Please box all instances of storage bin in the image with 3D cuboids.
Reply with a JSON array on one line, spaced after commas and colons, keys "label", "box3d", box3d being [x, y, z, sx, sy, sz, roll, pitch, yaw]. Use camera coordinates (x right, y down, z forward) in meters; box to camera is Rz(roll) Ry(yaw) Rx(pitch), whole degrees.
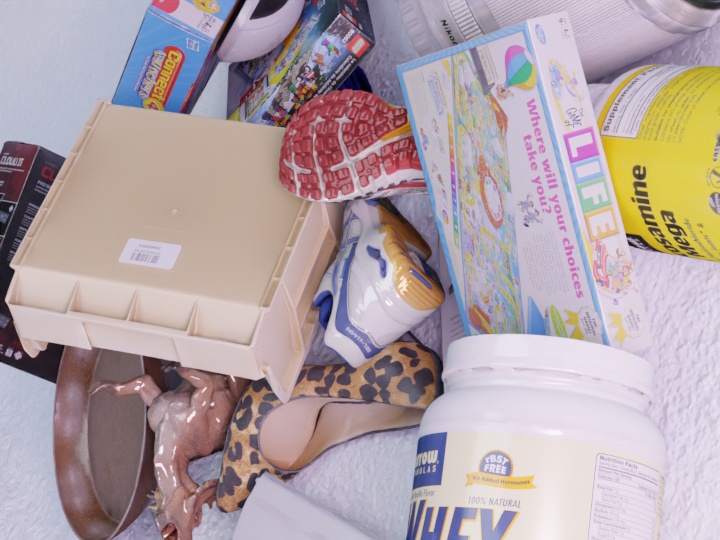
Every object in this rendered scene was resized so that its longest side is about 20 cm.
[{"label": "storage bin", "box3d": [-0.124, -0.014, 1.353, 0.198, 0.094, 0.200, 9, 52, 16]}]

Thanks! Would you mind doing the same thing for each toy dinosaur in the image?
[{"label": "toy dinosaur", "box3d": [-0.109, 0.110, 1.421, 0.200, 0.136, 0.086, -40, 22, -24]}]

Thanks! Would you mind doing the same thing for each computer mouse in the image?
[{"label": "computer mouse", "box3d": [-0.057, -0.231, 1.493, 0.110, 0.044, 0.201, -48, 15, 55]}]

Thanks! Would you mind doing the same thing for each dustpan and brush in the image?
[{"label": "dustpan and brush", "box3d": [-0.058, 0.259, 1.307, 0.139, 0.057, 0.201, 23, 83, 42]}]

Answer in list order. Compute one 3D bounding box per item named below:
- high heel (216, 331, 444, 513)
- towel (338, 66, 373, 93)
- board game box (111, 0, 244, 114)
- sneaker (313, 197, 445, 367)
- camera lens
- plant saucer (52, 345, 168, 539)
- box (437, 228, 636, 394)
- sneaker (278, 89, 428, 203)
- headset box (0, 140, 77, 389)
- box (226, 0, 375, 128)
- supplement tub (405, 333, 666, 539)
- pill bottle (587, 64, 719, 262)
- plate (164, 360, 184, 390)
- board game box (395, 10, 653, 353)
[{"label": "high heel", "box3d": [-0.025, 0.119, 1.325, 0.201, 0.071, 0.143, -52, 35, 8]}, {"label": "towel", "box3d": [-0.057, -0.060, 1.493, 0.200, 0.049, 0.148, -46, 38, 24]}, {"label": "board game box", "box3d": [-0.135, -0.197, 1.525, 0.196, 0.056, 0.201, -57, 7, 51]}, {"label": "sneaker", "box3d": [0.000, 0.000, 1.311, 0.088, 0.075, 0.200, -44, 13, 11]}, {"label": "camera lens", "box3d": [0.140, -0.206, 1.234, 0.199, 0.159, 0.161, -23, 52, 43]}, {"label": "plant saucer", "box3d": [-0.200, 0.122, 1.532, 0.200, 0.034, 0.203, -16, 71, 58]}, {"label": "box", "box3d": [0.113, 0.016, 1.244, 0.144, 0.036, 0.202, -30, 47, 39]}, {"label": "sneaker", "box3d": [0.032, -0.075, 1.274, 0.198, 0.082, 0.079, -1, 73, 30]}, {"label": "headset box", "box3d": [-0.262, -0.009, 1.639, 0.077, 0.148, 0.202, 12, 78, 54]}, {"label": "box", "box3d": [-0.050, -0.170, 1.497, 0.137, 0.038, 0.200, -47, 19, 16]}, {"label": "supplement tub", "box3d": [0.098, 0.148, 1.073, 0.144, 0.144, 0.202, -9, 68, 49]}, {"label": "pill bottle", "box3d": [0.202, -0.063, 1.111, 0.199, 0.112, 0.113, 11, 78, 54]}, {"label": "plate", "box3d": [-0.162, 0.030, 1.544, 0.199, 0.032, 0.202, 13, 97, 61]}, {"label": "board game box", "box3d": [0.096, -0.042, 1.140, 0.134, 0.034, 0.202, -10, 95, 56]}]
